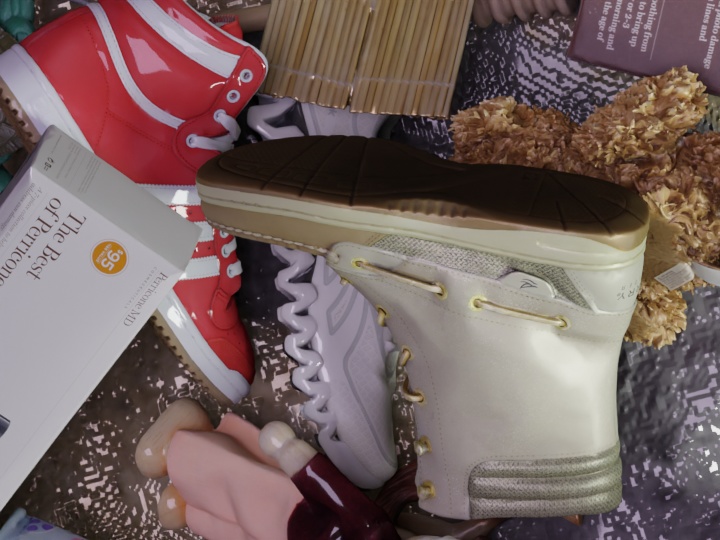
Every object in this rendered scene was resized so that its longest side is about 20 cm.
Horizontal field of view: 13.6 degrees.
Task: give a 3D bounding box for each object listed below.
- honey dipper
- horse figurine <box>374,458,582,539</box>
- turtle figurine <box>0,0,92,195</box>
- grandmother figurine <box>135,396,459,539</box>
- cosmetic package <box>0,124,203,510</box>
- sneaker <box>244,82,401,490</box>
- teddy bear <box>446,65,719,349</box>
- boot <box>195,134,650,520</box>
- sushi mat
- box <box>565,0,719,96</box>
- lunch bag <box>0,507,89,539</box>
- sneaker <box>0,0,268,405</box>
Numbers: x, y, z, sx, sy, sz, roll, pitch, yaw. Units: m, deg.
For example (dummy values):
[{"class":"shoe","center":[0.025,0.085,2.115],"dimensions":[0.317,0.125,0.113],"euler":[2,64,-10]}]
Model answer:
[{"class":"honey dipper","center":[0.000,-0.122,1.389],"dimensions":[0.199,0.038,0.038],"euler":[-7,92,17]},{"class":"horse figurine","center":[0.037,0.170,1.393],"dimensions":[0.132,0.050,0.201],"euler":[0,95,10]},{"class":"turtle figurine","center":[-0.175,-0.096,1.412],"dimensions":[0.200,0.101,0.150],"euler":[22,99,19]},{"class":"grandmother figurine","center":[-0.017,0.115,1.345],"dimensions":[0.200,0.121,0.061],"euler":[23,62,41]},{"class":"cosmetic package","center":[-0.159,0.040,1.319],"dimensions":[0.082,0.051,0.200],"euler":[33,115,-11]},{"class":"sneaker","center":[0.000,0.000,1.380],"dimensions":[0.081,0.075,0.201],"euler":[-9,88,4]},{"class":"teddy bear","center":[0.134,-0.029,1.319],"dimensions":[0.200,0.067,0.145],"euler":[-5,134,37]},{"class":"boot","center":[0.023,0.027,1.306],"dimensions":[0.199,0.072,0.155],"euler":[10,119,15]},{"class":"sushi mat","center":[0.016,-0.166,1.364],"dimensions":[0.095,0.012,0.201],"euler":[11,80,15]},{"class":"box","center":[0.201,-0.117,1.316],"dimensions":[0.199,0.075,0.100],"euler":[15,97,16]},{"class":"lunch bag","center":[-0.123,0.236,1.401],"dimensions":[0.169,0.127,0.201],"euler":[20,120,12]},{"class":"sneaker","center":[-0.073,-0.040,1.357],"dimensions":[0.112,0.071,0.200],"euler":[-36,116,-9]}]
